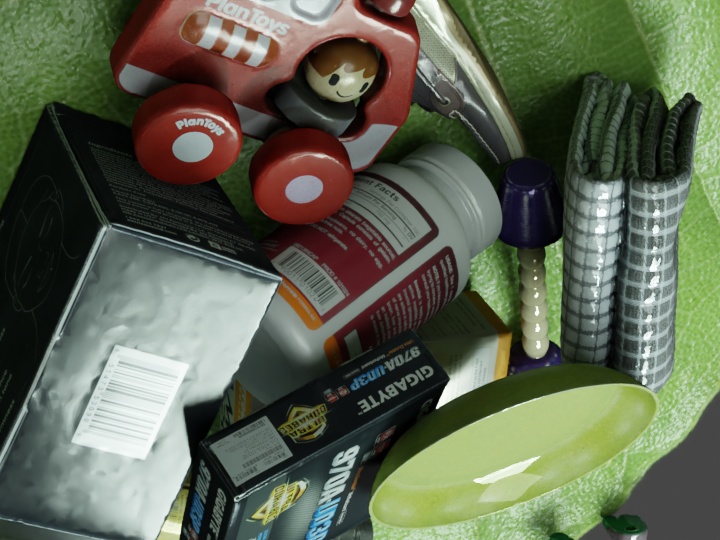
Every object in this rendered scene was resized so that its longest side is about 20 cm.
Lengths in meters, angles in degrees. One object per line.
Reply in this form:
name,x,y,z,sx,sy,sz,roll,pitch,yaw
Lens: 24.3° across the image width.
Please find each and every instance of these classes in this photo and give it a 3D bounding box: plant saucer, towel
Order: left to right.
plant saucer,0.095,0.110,1.082,0.200,0.031,0.200,-17,155,-8
towel,0.189,-0.027,1.163,0.085,0.200,0.166,4,117,11

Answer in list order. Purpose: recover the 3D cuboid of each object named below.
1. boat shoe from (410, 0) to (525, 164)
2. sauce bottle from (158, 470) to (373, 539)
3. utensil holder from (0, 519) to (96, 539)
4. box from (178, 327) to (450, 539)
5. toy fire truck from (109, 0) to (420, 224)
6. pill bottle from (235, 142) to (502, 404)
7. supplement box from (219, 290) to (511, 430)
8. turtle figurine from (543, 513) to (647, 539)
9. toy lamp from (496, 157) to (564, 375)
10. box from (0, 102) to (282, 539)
boat shoe,0.045,-0.143,1.127,0.065,0.072,0.200,-31,127,10
sauce bottle,-0.085,0.188,1.245,0.200,0.066,0.066,15,110,-26
utensil holder,-0.235,0.199,1.092,0.169,0.200,0.170,-2,114,-5
box,-0.036,0.133,1.082,0.159,0.046,0.200,-27,158,-24
toy fire truck,-0.049,-0.134,1.036,0.200,0.112,0.168,18,130,-29
pill bottle,0.000,0.000,1.126,0.200,0.113,0.113,-37,127,-30
supplement box,0.001,0.092,1.225,0.199,0.074,0.126,-5,118,-20
turtle figurine,0.205,0.313,1.400,0.150,0.101,0.201,-18,108,-41
toy lamp,0.124,0.004,1.217,0.058,0.058,0.200,-18,136,-12
box,-0.165,0.031,1.053,0.124,0.197,0.200,18,108,-29
